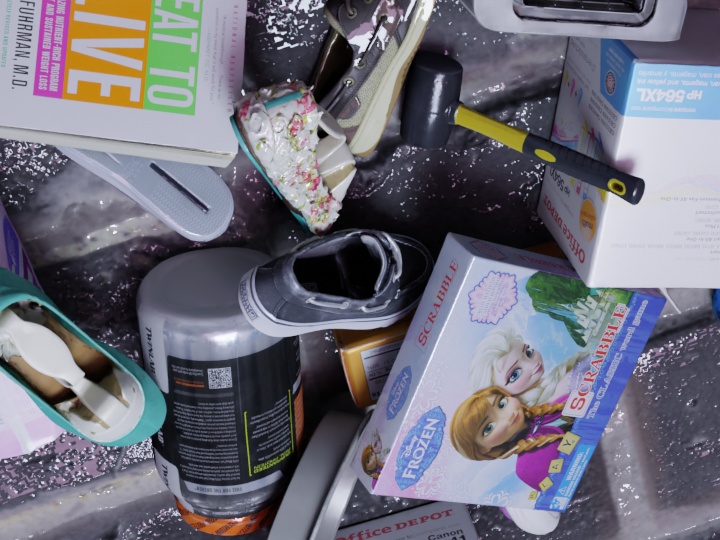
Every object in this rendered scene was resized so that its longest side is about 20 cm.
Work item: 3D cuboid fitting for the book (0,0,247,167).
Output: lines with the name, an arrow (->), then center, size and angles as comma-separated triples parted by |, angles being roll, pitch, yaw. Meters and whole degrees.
book -> -0.178, -0.150, 0.927 | 0.197, 0.048, 0.136 | 6, 81, -16

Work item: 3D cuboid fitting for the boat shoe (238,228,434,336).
boat shoe -> 0.000, 0.000, 1.014 | 0.198, 0.073, 0.067 | -6, 160, -48

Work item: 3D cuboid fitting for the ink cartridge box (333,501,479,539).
ink cartridge box -> 0.049, 0.298, 1.168 | 0.145, 0.201, 0.087 | -15, 121, -4

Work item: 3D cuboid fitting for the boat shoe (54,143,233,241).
boat shoe -> -0.175, -0.091, 0.976 | 0.200, 0.062, 0.072 | 45, 72, -12

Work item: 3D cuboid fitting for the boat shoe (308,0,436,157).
boat shoe -> 0.006, -0.173, 0.967 | 0.064, 0.073, 0.202 | 7, 118, -21

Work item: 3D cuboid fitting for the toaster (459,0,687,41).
toaster -> 0.142, -0.260, 0.922 | 0.197, 0.119, 0.183 | 2, 118, -13

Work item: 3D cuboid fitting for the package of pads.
package of pads -> -0.271, 0.021, 0.988 | 0.075, 0.121, 0.202 | -18, 121, -2

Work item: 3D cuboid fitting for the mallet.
mallet -> 0.114, -0.102, 0.982 | 0.041, 0.198, 0.067 | -27, 128, -48

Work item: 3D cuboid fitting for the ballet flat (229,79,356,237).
ballet flat -> -0.036, -0.074, 0.965 | 0.063, 0.076, 0.200 | -28, 164, 1

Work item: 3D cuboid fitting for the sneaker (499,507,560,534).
sneaker -> 0.149, 0.146, 1.170 | 0.098, 0.075, 0.202 | -19, 124, 8

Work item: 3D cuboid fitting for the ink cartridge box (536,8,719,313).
ink cartridge box -> 0.218, -0.081, 1.033 | 0.123, 0.129, 0.203 | 1, 118, -13

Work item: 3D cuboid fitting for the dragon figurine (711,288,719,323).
dragon figurine -> 0.304, -0.006, 1.111 | 0.058, 0.100, 0.203 | -9, 121, -6

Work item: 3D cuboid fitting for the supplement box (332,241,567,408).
supplement box -> 0.077, 0.043, 1.109 | 0.197, 0.067, 0.070 | -14, 123, -4

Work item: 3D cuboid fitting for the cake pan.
cake pan -> -0.040, 0.199, 1.108 | 0.036, 0.200, 0.203 | 22, 115, 6

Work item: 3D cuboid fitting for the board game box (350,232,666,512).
board game box -> 0.115, 0.085, 1.058 | 0.197, 0.041, 0.202 | 10, 111, -33

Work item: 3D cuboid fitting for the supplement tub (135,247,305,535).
supplement tub -> -0.104, 0.095, 1.065 | 0.120, 0.123, 0.203 | -6, 120, -9

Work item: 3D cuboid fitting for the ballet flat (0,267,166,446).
ballet flat -> -0.196, 0.073, 0.935 | 0.067, 0.070, 0.200 | -48, 128, -5
